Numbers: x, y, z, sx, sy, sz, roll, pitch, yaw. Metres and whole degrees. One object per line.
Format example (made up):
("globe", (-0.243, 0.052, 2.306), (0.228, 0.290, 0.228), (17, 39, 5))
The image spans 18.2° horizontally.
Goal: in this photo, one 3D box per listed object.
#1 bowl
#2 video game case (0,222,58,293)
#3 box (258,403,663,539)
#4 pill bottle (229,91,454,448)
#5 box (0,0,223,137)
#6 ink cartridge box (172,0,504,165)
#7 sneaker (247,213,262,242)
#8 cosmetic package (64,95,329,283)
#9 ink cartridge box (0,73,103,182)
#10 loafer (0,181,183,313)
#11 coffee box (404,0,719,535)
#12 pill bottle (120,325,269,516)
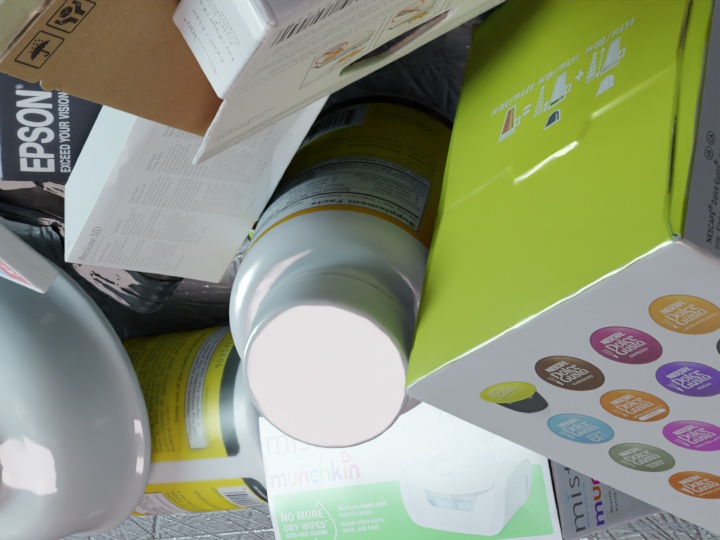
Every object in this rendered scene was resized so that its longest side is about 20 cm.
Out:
("bowl", (-0.229, 0.089, 1.368), (0.200, 0.090, 0.203), (19, 122, 34))
("video game case", (-0.271, -0.051, 1.238), (0.199, 0.018, 0.143), (18, 162, 43))
("box", (0.074, 0.105, 1.301), (0.199, 0.098, 0.176), (-10, 178, 36))
("pill bottle", (0.000, 0.000, 1.080), (0.108, 0.200, 0.110), (4, 119, 8))
("box", (-0.036, -0.138, 0.868), (0.200, 0.021, 0.163), (-46, 155, 16))
("ink cartridge box", (0.019, -0.126, 0.885), (0.045, 0.199, 0.176), (59, 161, 4))
("sneaker", (-0.019, -0.002, 1.230), (0.071, 0.083, 0.200), (-8, 146, 34))
("cosmetic package", (-0.074, -0.071, 1.042), (0.082, 0.051, 0.200), (7, 146, -22))
("ink cartridge box", (-0.132, -0.109, 1.068), (0.198, 0.044, 0.199), (1, 150, -5))
("loafer", (-0.167, -0.061, 1.218), (0.199, 0.073, 0.072), (34, 113, -24))
("coffee box", (0.162, -0.026, 0.979), (0.197, 0.201, 0.199), (25, 149, -23))
("pill bottle", (-0.111, 0.096, 1.418), (0.199, 0.115, 0.114), (-8, 147, 34))
